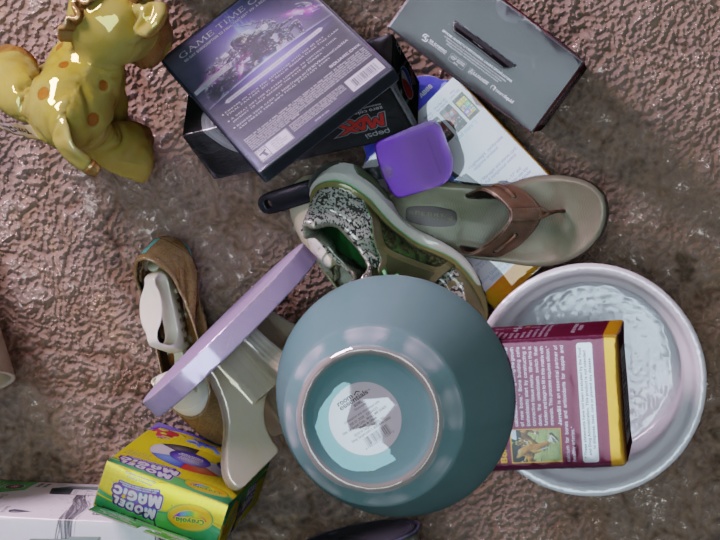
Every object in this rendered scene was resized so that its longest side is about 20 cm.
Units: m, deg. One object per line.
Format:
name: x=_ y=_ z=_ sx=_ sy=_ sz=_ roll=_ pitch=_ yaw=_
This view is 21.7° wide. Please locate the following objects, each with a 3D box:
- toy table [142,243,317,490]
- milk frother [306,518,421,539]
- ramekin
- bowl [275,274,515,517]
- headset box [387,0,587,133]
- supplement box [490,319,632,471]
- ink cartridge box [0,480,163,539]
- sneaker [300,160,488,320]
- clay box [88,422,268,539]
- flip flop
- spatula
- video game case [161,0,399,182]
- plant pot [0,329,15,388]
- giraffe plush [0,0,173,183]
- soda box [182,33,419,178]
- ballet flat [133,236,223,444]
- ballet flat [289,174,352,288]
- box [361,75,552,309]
toy table: x=-0.081 y=0.086 z=1.639 sx=0.200 sy=0.184 sz=0.117 roll=-44 pitch=95 yaw=-10
milk frother: x=0.066 y=0.318 z=1.685 sx=0.200 sy=0.180 sz=0.189 roll=-14 pitch=95 yaw=-33
ramekin: x=0.201 y=0.089 z=1.644 sx=0.200 sy=0.098 sz=0.201 roll=1 pitch=96 yaw=9
bowl: x=0.018 y=0.109 z=1.489 sx=0.200 sy=0.105 sz=0.202 roll=1 pitch=97 yaw=11
headset box: x=0.110 y=-0.187 z=1.578 sx=0.149 sy=0.200 sz=0.077 roll=36 pitch=99 yaw=3
supplement box: x=0.121 y=0.105 z=1.563 sx=0.199 sy=0.086 sz=0.111 roll=-3 pitch=96 yaw=12
ink cartridge box: x=-0.260 y=0.247 z=1.707 sx=0.199 sy=0.146 sz=0.084 roll=1 pitch=96 yaw=8
sneaker: x=0.021 y=0.001 z=1.613 sx=0.200 sy=0.089 sz=0.077 roll=40 pitch=136 yaw=-6
clay box: x=-0.158 y=0.190 z=1.657 sx=0.115 sy=0.200 sz=0.048 roll=19 pitch=98 yaw=6
flip flop: x=0.114 y=-0.046 z=1.624 sx=0.199 sy=0.058 sz=0.081 roll=5 pitch=95 yaw=10
spatula: x=-0.009 y=-0.080 z=1.649 sx=0.200 sy=0.021 sz=0.057 roll=-15 pitch=103 yaw=33
video game case: x=-0.073 y=-0.174 z=1.619 sx=0.143 sy=0.019 sz=0.200 roll=-38 pitch=46 yaw=-4
plant pot: x=-0.421 y=0.016 z=1.704 sx=0.187 sy=0.187 sz=0.201 roll=-12 pitch=80 yaw=10
giraffe plush: x=-0.231 y=-0.187 z=1.630 sx=0.172 sy=0.200 sz=0.162 roll=33 pitch=99 yaw=6
soda box: x=-0.052 y=-0.142 z=1.645 sx=0.199 sy=0.071 sz=0.063 roll=-12 pitch=51 yaw=19
ballet flat: x=-0.166 y=0.069 z=1.708 sx=0.068 sy=0.072 sz=0.201 roll=-10 pitch=95 yaw=29
ballet flat: x=0.000 y=0.000 z=1.682 sx=0.069 sy=0.069 sz=0.200 roll=-35 pitch=90 yaw=10
box: x=0.096 y=-0.078 z=1.674 sx=0.119 sy=0.041 sz=0.200 roll=-43 pitch=86 yaw=10
